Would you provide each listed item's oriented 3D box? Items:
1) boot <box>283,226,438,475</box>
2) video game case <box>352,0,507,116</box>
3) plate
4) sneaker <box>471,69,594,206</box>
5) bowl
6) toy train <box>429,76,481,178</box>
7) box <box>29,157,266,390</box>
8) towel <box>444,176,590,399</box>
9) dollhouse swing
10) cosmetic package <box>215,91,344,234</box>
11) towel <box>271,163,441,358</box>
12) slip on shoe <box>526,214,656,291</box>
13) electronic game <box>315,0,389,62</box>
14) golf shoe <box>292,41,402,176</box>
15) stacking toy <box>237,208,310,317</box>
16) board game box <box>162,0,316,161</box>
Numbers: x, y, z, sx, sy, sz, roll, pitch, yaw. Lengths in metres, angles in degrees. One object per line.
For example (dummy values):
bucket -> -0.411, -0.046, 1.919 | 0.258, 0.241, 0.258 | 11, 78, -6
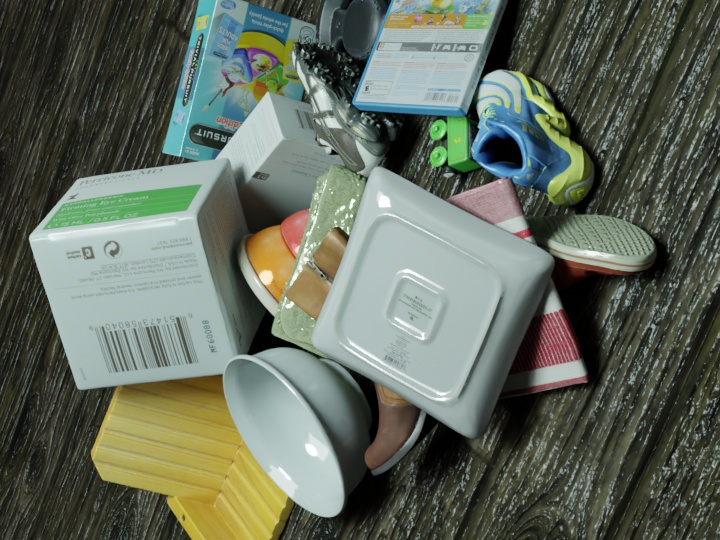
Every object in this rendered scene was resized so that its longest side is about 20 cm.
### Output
boot -> -0.002, 0.084, 1.413 | 0.200, 0.068, 0.188 | 39, 128, 11
video game case -> 0.082, -0.256, 1.499 | 0.143, 0.018, 0.200 | 9, 72, 40
plate -> 0.056, 0.033, 1.327 | 0.199, 0.032, 0.200 | 29, 113, 21
sneaker -> 0.143, -0.141, 1.379 | 0.076, 0.105, 0.200 | -60, 40, 22
bowl -> -0.052, 0.157, 1.535 | 0.201, 0.090, 0.201 | 37, 146, 31
toy train -> 0.103, -0.195, 1.507 | 0.056, 0.042, 0.200 | -14, 69, 40
box -> -0.232, 0.003, 1.616 | 0.171, 0.199, 0.200 | -72, -28, -63
towel -> 0.131, 0.020, 1.342 | 0.144, 0.023, 0.200 | -19, 95, 54
dollhouse swing -> -0.187, 0.216, 1.660 | 0.182, 0.176, 0.200 | 43, 113, 50
cosmetic package -> -0.110, -0.109, 1.705 | 0.200, 0.113, 0.081 | -50, 44, 34
towel -> 0.000, 0.000, 1.514 | 0.036, 0.148, 0.200 | -27, -45, -86
slip on shoe -> 0.191, -0.012, 1.323 | 0.200, 0.074, 0.061 | 3, 117, 48
electronic game -> 0.010, -0.279, 1.648 | 0.200, 0.042, 0.200 | -5, 84, 53
golf shoe -> -0.033, -0.181, 1.605 | 0.200, 0.078, 0.095 | 58, 136, 40
stacking toy -> -0.024, -0.033, 1.585 | 0.200, 0.146, 0.146 | -39, 48, 16
board game box -> -0.144, -0.223, 1.748 | 0.047, 0.151, 0.200 | 17, 94, 53
